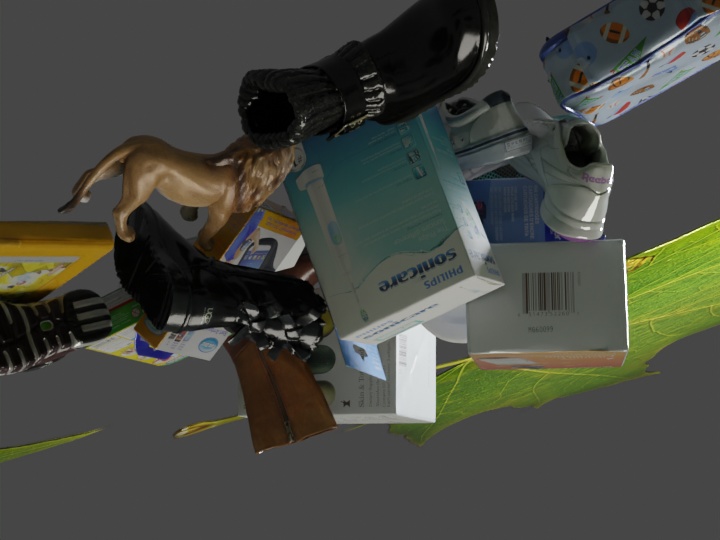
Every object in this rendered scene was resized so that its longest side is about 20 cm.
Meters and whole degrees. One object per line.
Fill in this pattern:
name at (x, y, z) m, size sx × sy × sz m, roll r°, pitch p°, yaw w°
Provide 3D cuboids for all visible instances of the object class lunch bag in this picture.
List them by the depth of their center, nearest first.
lunch bag at (0.266, -0.208, 1.604) m, size 0.199 × 0.076 × 0.160 m, roll -27°, pitch 166°, yaw 20°

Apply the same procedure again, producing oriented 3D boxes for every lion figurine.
lion figurine at (-0.155, -0.082, 1.500) m, size 0.199 × 0.073 × 0.123 m, roll 1°, pitch 138°, yaw -40°

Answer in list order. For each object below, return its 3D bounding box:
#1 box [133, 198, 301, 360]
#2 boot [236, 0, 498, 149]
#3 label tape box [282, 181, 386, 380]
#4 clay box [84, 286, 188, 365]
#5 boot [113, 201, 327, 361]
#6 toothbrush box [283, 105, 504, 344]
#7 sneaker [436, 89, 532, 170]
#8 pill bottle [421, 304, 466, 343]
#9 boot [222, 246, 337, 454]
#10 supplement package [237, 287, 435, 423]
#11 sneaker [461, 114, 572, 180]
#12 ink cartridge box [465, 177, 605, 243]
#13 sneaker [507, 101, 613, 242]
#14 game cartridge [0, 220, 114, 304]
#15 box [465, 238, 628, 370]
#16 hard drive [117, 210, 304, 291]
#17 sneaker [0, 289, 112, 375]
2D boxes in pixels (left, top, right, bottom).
box at (-0.146, 0.015, 1.734) m, size 0.201 × 0.041 × 0.119 m, roll -56°, pitch 157°, yaw 7°
boot at (0.005, -0.164, 1.405) m, size 0.157 × 0.080 × 0.211 m, roll -10°, pitch 163°, yaw -33°
label tape box at (0.000, 0.000, 1.738) m, size 0.063 × 0.201 × 0.144 m, roll -23°, pitch 165°, yaw 12°
clay box at (-0.208, 0.053, 1.849) m, size 0.114 × 0.048 × 0.200 m, roll -25°, pitch 164°, yaw 14°
boot at (-0.128, 0.010, 1.587) m, size 0.161 × 0.198 × 0.074 m, roll 9°, pitch 114°, yaw -30°
toothbrush box at (0.025, -0.051, 1.593) m, size 0.146 × 0.201 × 0.085 m, roll -26°, pitch 163°, yaw 20°
sneaker at (0.094, -0.131, 1.667) m, size 0.073 × 0.071 × 0.199 m, roll -16°, pitch -177°, yaw -35°
pill bottle at (0.134, -0.003, 1.966) m, size 0.114 × 0.115 × 0.200 m, roll -27°, pitch -172°, yaw 25°
boot at (-0.070, 0.087, 1.950) m, size 0.187 × 0.201 × 0.068 m, roll -24°, pitch 165°, yaw 15°
supplement package at (-0.026, 0.104, 2.053) m, size 0.199 × 0.153 × 0.151 m, roll -3°, pitch 171°, yaw 20°
sneaker at (0.170, -0.088, 1.865) m, size 0.077 × 0.092 × 0.200 m, roll -7°, pitch 160°, yaw -41°
ink cartridge box at (0.148, -0.047, 1.752) m, size 0.198 × 0.077 × 0.136 m, roll -4°, pitch 172°, yaw 8°
sneaker at (0.193, -0.115, 1.627) m, size 0.074 × 0.200 × 0.100 m, roll 1°, pitch 125°, yaw -21°
game cartridge at (-0.357, 0.004, 1.613) m, size 0.176 × 0.033 × 0.199 m, roll -31°, pitch 163°, yaw 35°
box at (0.183, 0.037, 1.684) m, size 0.151 × 0.107 × 0.200 m, roll -2°, pitch 172°, yaw 8°
hard drive at (-0.156, -0.010, 1.836) m, size 0.199 × 0.026 × 0.132 m, roll -16°, pitch 164°, yaw -18°
sneaker at (-0.349, 0.077, 1.689) m, size 0.199 × 0.076 × 0.115 m, roll -6°, pitch 163°, yaw -43°
